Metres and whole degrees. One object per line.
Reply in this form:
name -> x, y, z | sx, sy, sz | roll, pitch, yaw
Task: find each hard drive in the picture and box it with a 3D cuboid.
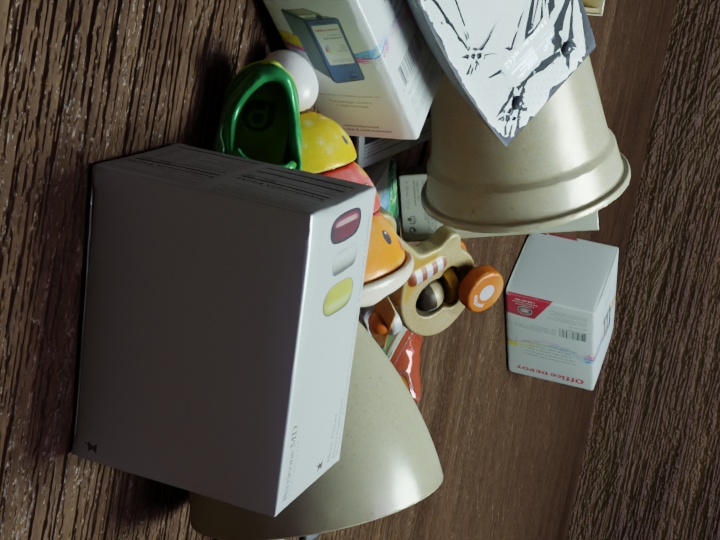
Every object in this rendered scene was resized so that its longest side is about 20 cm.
hard drive -> 0.106, -0.209, 1.030 | 0.135, 0.042, 0.200 | -48, 134, -11

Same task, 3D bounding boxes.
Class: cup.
cup -> -0.047, 0.109, 1.012 | 0.200, 0.200, 0.144 | -23, 103, -67

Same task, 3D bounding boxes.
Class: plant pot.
plant pot -> 0.139, -0.161, 1.198 | 0.201, 0.200, 0.184 | -52, 136, -51

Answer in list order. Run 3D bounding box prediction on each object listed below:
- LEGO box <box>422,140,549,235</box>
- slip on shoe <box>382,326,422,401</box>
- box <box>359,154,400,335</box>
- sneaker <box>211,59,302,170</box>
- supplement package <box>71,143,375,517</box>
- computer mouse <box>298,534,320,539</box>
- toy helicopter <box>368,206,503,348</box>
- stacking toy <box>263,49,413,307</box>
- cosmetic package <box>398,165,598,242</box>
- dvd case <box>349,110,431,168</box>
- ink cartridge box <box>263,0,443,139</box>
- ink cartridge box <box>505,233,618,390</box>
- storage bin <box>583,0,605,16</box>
LEGO box -> 0.162, -0.157, 1.465 | 0.077, 0.149, 0.201 | 38, 67, -72
slip on shoe -> 0.039, 0.114, 1.369 | 0.074, 0.061, 0.200 | -55, 166, -86
box -> 0.000, 0.000, 1.280 | 0.200, 0.036, 0.144 | 86, 25, -44
sneaker -> -0.083, -0.054, 0.932 | 0.084, 0.074, 0.201 | 170, -75, -82
supplement package -> -0.090, 0.034, 0.860 | 0.111, 0.155, 0.201 | -30, 130, -64
computer mouse -> -0.047, 0.305, 1.341 | 0.200, 0.046, 0.141 | -26, 122, -60
toy helicopter -> 0.039, 0.004, 1.234 | 0.132, 0.079, 0.200 | -47, 140, 1
stacking toy -> -0.044, -0.072, 1.017 | 0.146, 0.146, 0.201 | -39, 122, -61
cosmetic package -> 0.143, -0.076, 1.350 | 0.104, 0.199, 0.073 | -51, 138, -77
dvd case -> 0.043, -0.208, 1.211 | 0.150, 0.025, 0.200 | -26, 130, -39
ink cartridge box -> 0.002, -0.223, 1.028 | 0.146, 0.087, 0.200 | -68, 151, -28
ink cartridge box -> 0.319, 0.064, 2.060 | 0.200, 0.145, 0.145 | 82, 28, -47
storage bin -> 0.264, -0.435, 1.667 | 0.198, 0.093, 0.201 | -25, 126, -67
